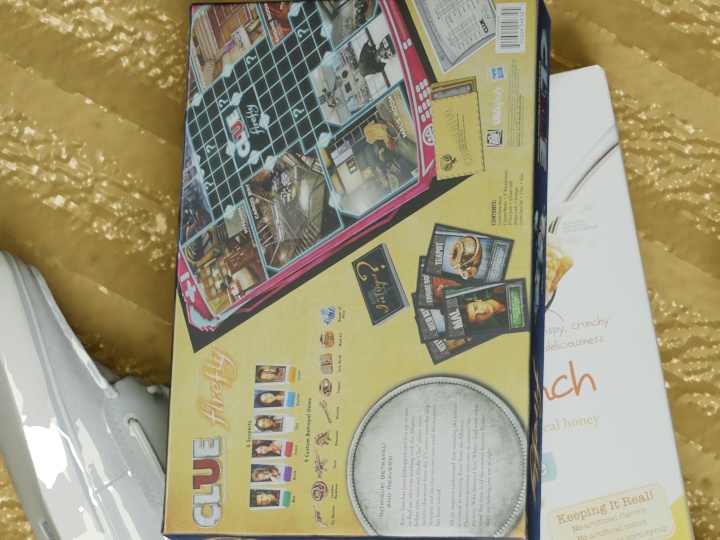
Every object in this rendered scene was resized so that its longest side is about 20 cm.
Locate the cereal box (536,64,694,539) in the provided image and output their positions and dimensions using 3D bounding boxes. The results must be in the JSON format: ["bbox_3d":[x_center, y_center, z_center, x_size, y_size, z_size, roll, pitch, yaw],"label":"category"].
[{"bbox_3d":[0.041,0.034,0.926,0.143,0.040,0.201,-12,76,8],"label":"cereal box"}]

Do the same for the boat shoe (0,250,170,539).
[{"bbox_3d":[-0.093,0.079,0.953,0.068,0.072,0.201,-23,85,-19],"label":"boat shoe"}]

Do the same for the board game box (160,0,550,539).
[{"bbox_3d":[0.000,0.000,0.904,0.135,0.035,0.201,0,77,12],"label":"board game box"}]
